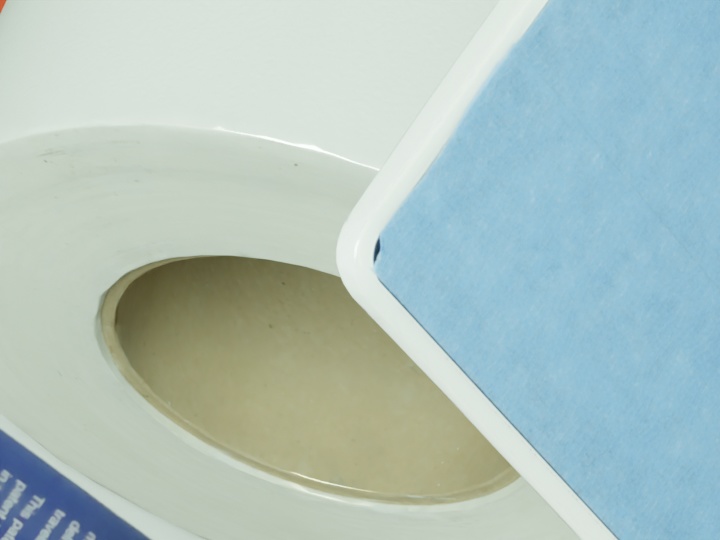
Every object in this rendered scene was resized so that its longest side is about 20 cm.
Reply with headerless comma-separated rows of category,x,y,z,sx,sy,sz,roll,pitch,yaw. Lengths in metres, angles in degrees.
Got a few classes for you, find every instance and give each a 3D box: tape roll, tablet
tape roll,0.000,0.000,0.668,0.201,0.203,0.071,5,56,23
tablet,0.087,0.013,0.596,0.014,0.200,0.130,6,55,55

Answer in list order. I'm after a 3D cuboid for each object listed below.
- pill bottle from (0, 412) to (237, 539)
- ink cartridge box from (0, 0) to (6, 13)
pill bottle,-0.069,0.074,0.789,0.200,0.111,0.111,37,105,-11
ink cartridge box,-0.099,-0.126,0.835,0.200,0.050,0.109,-51,33,19
